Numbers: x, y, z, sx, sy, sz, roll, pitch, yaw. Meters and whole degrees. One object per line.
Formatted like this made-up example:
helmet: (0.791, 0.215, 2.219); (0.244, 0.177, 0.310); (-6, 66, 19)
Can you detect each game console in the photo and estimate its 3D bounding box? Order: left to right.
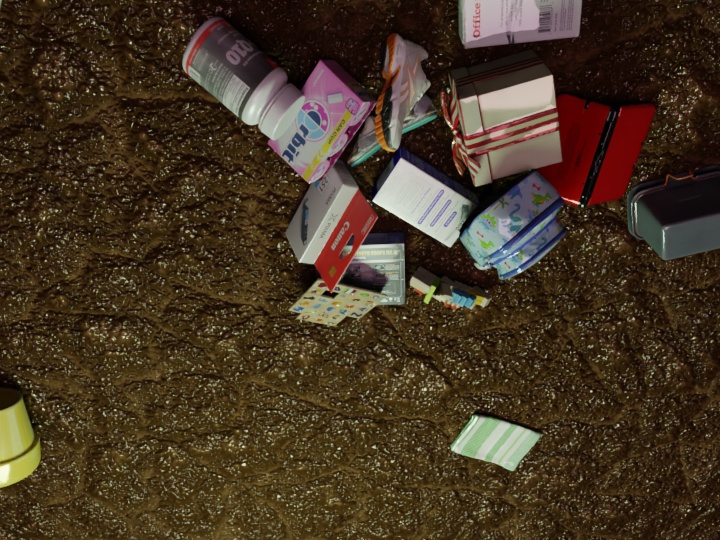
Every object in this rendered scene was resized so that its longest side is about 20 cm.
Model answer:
game console: (0.450, -0.239, 1.224); (0.170, 0.118, 0.203); (24, 126, 23)

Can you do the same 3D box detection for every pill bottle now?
pill bottle: (-0.199, -0.330, 1.088); (0.199, 0.114, 0.114); (39, 118, -2)

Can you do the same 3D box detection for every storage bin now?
storage bin: (0.650, -0.112, 1.234); (0.196, 0.135, 0.148); (-14, 122, 9)

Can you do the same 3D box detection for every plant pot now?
plant pot: (-0.918, 0.408, 1.573); (0.196, 0.201, 0.193); (5, 107, -2)

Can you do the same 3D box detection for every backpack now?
backpack: (0.287, -0.083, 1.147); (0.182, 0.200, 0.148); (-39, 82, -1)

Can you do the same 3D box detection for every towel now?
towel: (0.359, 0.459, 1.673); (0.196, 0.024, 0.154); (21, 120, -12)

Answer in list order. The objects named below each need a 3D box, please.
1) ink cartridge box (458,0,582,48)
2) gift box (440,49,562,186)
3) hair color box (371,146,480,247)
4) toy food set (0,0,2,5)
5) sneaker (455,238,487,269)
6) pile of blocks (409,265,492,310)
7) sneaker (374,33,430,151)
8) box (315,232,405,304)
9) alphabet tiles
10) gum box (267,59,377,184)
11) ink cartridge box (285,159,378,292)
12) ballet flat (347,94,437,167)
ink cartridge box: (0.262, -0.463, 1.043); (0.195, 0.084, 0.149); (-4, 123, 3)
gift box: (0.242, -0.271, 1.104); (0.183, 0.201, 0.188); (-13, 117, 11)
hair color box: (0.132, -0.147, 1.262); (0.198, 0.065, 0.110); (30, 118, -15)
toy food set: (-0.710, -0.457, 1.077); (0.141, 0.061, 0.201); (26, 119, -15)
sneaker: (0.285, -0.098, 1.284); (0.113, 0.076, 0.200); (40, 113, -19)
pile of blocks: (0.192, 0.060, 1.383); (0.196, 0.083, 0.063); (18, 122, -11)
sneaker: (0.082, -0.310, 1.108); (0.090, 0.075, 0.205); (6, 90, -22)
box: (0.000, 0.000, 1.367); (0.195, 0.049, 0.161); (-3, 123, 3)
alphabet tiles: (-0.059, 0.077, 1.380); (0.164, 0.008, 0.200); (13, 149, -25)
gum box: (-0.075, -0.269, 1.159); (0.113, 0.066, 0.201); (44, 118, 7)
ink cartridge box: (-0.064, -0.090, 1.238); (0.044, 0.177, 0.202); (6, 129, -39)
ballet flat: (0.050, -0.274, 1.189); (0.198, 0.073, 0.072); (-29, 119, 18)
